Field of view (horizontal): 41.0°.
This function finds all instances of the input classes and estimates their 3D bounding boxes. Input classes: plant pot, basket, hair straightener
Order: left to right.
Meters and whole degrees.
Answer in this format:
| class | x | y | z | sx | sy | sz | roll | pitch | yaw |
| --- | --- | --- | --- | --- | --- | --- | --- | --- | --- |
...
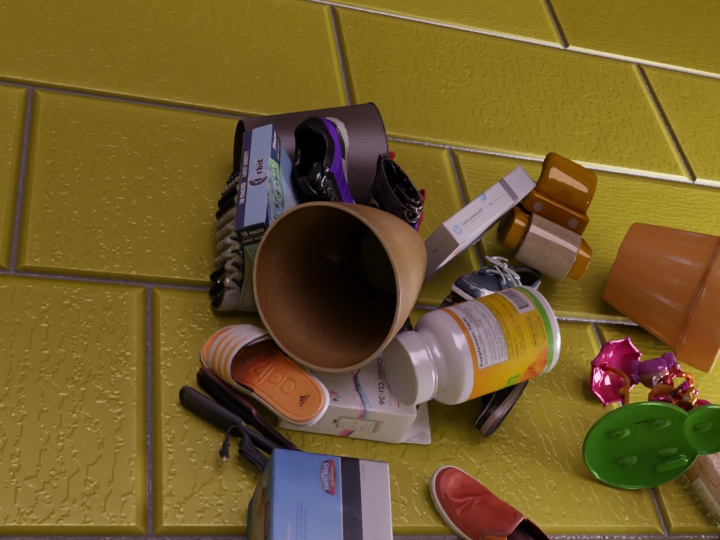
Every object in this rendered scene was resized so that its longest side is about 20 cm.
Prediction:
| class | x | y | z | sx | sy | sz | roll | pitch | yaw |
| --- | --- | --- | --- | --- | --- | --- | --- | --- | --- |
| hair straightener | -0.132 | 0.199 | 1.100 | 0.199 | 0.041 | 0.077 | 40 | 47 | 6 |
| basket | -0.073 | -0.152 | 1.357 | 0.196 | 0.136 | 0.184 | -2 | 68 | -19 |
| plant pot | 0.000 | 0.000 | 1.137 | 0.186 | 0.188 | 0.199 | 39 | 25 | 13 |
| plant pot | 0.463 | 0.022 | 1.414 | 0.181 | 0.203 | 0.200 | 23 | 43 | 20 |

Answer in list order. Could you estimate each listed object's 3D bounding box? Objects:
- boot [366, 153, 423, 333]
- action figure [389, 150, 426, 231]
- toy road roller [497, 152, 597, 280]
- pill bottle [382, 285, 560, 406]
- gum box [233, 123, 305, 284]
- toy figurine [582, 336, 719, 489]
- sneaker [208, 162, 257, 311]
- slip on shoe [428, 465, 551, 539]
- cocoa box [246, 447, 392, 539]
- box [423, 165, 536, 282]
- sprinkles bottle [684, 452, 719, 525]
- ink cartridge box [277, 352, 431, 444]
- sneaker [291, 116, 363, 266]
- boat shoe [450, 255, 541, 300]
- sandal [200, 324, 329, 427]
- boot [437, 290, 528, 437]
| class | x | y | z | sx | sy | sz | roll | pitch | yaw |
| --- | --- | --- | --- | --- | --- | --- | --- | --- | --- |
| boot | 0.038 | -0.029 | 1.265 | 0.068 | 0.175 | 0.202 | -7 | 54 | -32 |
| action figure | 0.055 | -0.111 | 1.403 | 0.064 | 0.100 | 0.203 | 0 | 54 | -21 |
| toy road roller | 0.283 | -0.086 | 1.412 | 0.121 | 0.148 | 0.200 | 24 | 17 | -2 |
| pill bottle | 0.130 | 0.094 | 1.151 | 0.197 | 0.112 | 0.112 | -14 | 58 | -25 |
| gum box | -0.096 | -0.052 | 1.221 | 0.044 | 0.201 | 0.172 | -13 | 46 | 14 |
| toy figurine | 0.378 | 0.161 | 1.272 | 0.197 | 0.152 | 0.186 | -18 | 34 | 15 |
| sneaker | -0.146 | -0.043 | 1.247 | 0.080 | 0.075 | 0.204 | 11 | 75 | -26 |
| slip on shoe | 0.164 | 0.298 | 1.122 | 0.199 | 0.062 | 0.074 | 41 | 50 | 16 |
| cocoa box | -0.045 | 0.305 | 0.973 | 0.129 | 0.134 | 0.203 | 10 | 48 | -14 |
| box | 0.142 | -0.052 | 1.343 | 0.041 | 0.156 | 0.199 | 48 | 50 | 5 |
| sprinkles bottle | 0.477 | 0.286 | 1.263 | 0.067 | 0.069 | 0.202 | -13 | 58 | -32 |
| ink cartridge box | 0.001 | 0.139 | 1.180 | 0.196 | 0.068 | 0.118 | 10 | 48 | -16 |
| sneaker | -0.050 | -0.099 | 1.237 | 0.099 | 0.068 | 0.204 | -5 | 83 | -66 |
| boat shoe | 0.192 | 0.019 | 1.318 | 0.075 | 0.062 | 0.198 | 43 | 21 | 32 |
| sandal | -0.115 | 0.105 | 1.106 | 0.205 | 0.060 | 0.079 | 26 | 67 | 39 |
| boot | 0.149 | 0.114 | 1.263 | 0.149 | 0.074 | 0.200 | 34 | 43 | 6 |
